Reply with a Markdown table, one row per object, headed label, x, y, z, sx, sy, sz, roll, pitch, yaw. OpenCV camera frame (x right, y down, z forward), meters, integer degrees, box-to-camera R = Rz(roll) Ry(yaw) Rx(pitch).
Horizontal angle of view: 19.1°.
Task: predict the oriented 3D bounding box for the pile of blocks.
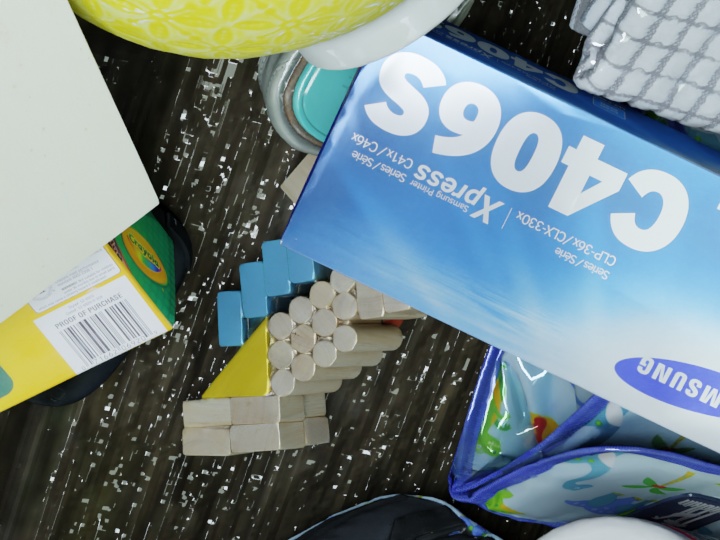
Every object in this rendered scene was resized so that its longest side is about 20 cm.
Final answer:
| label | x | y | z | sx | sy | sz | roll | pitch | yaw |
| --- | --- | --- | --- | --- | --- | --- | --- | --- | --- |
| pile of blocks | 0.000 | 0.000 | 0.881 | 0.200 | 0.082 | 0.062 | -44 | 162 | 17 |

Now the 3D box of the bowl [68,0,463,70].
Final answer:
| label | x | y | z | sx | sy | sz | roll | pitch | yaw |
| --- | --- | --- | --- | --- | --- | --- | --- | --- | --- |
| bowl | -0.015 | -0.134 | 0.724 | 0.200 | 0.200 | 0.108 | -37 | 121 | 3 |

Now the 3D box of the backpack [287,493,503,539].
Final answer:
| label | x | y | z | sx | sy | sz | roll | pitch | yaw |
| --- | --- | --- | --- | --- | --- | --- | --- | --- | --- |
| backpack | -0.010 | 0.185 | 0.913 | 0.200 | 0.163 | 0.154 | -47 | 126 | -3 |

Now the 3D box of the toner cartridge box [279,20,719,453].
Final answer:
| label | x | y | z | sx | sy | sz | roll | pitch | yaw |
| --- | --- | --- | --- | --- | --- | --- | --- | --- | --- |
| toner cartridge box | 0.080 | -0.013 | 0.782 | 0.199 | 0.043 | 0.095 | 25 | 108 | -2 |

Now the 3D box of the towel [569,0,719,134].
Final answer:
| label | x | y | z | sx | sy | sz | roll | pitch | yaw |
| --- | --- | --- | --- | --- | --- | --- | --- | --- | --- |
| towel | 0.182 | -0.138 | 0.780 | 0.165 | 0.086 | 0.200 | 14 | 126 | -24 |

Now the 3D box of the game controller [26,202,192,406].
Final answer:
| label | x | y | z | sx | sy | sz | roll | pitch | yaw |
| --- | --- | --- | --- | --- | --- | --- | --- | --- | --- |
| game controller | -0.165 | -0.019 | 0.831 | 0.200 | 0.042 | 0.104 | 31 | 117 | -26 |

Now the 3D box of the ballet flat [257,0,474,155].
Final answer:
| label | x | y | z | sx | sy | sz | roll | pitch | yaw |
| --- | --- | --- | --- | --- | --- | --- | --- | --- | --- |
| ballet flat | 0.029 | -0.133 | 0.815 | 0.067 | 0.064 | 0.200 | 36 | 99 | -25 |

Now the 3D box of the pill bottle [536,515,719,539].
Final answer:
| label | x | y | z | sx | sy | sz | roll | pitch | yaw |
| --- | --- | --- | --- | --- | --- | --- | --- | --- | --- |
| pill bottle | 0.134 | 0.164 | 0.880 | 0.111 | 0.111 | 0.200 | -49 | 153 | 10 |

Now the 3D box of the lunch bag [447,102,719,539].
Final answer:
| label | x | y | z | sx | sy | sz | roll | pitch | yaw |
| --- | --- | --- | --- | --- | --- | --- | --- | --- | --- |
| lunch bag | 0.153 | 0.043 | 0.908 | 0.170 | 0.128 | 0.200 | 17 | 122 | -26 |

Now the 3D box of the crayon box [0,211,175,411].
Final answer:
| label | x | y | z | sx | sy | sz | roll | pitch | yaw |
| --- | --- | --- | --- | --- | --- | --- | --- | --- | --- |
| crayon box | -0.182 | 0.007 | 0.786 | 0.200 | 0.058 | 0.119 | -25 | 126 | 11 |

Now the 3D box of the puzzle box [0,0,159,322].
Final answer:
| label | x | y | z | sx | sy | sz | roll | pitch | yaw |
| --- | --- | --- | --- | --- | --- | --- | --- | --- | --- |
| puzzle box | -0.146 | -0.050 | 0.646 | 0.133 | 0.025 | 0.200 | -37 | 142 | -15 |
